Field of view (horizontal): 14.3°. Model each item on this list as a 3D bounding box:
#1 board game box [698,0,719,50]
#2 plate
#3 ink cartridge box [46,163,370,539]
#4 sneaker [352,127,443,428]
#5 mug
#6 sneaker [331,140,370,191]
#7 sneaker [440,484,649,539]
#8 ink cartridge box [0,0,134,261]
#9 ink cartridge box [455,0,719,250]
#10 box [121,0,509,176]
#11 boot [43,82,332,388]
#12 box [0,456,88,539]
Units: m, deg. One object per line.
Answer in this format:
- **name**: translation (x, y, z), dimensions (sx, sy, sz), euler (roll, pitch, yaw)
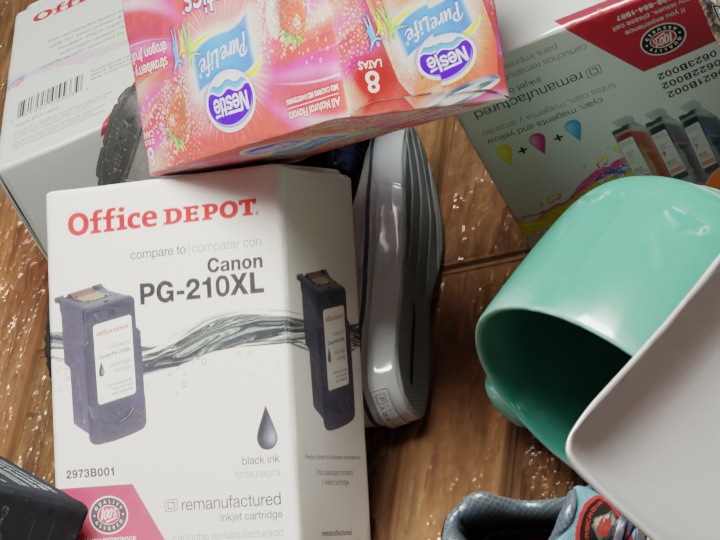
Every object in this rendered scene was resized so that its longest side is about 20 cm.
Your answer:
- **board game box**: translation (0.274, -0.076, 1.357), dimensions (0.159, 0.200, 0.097), euler (21, 61, 42)
- **plate**: translation (0.209, 0.082, 1.273), dimensions (0.200, 0.200, 0.032), euler (-48, 4, -25)
- **ink cartridge box**: translation (-0.078, 0.052, 1.463), dimensions (0.144, 0.084, 0.201), euler (-6, 84, 27)
- **sneaker**: translation (0.000, 0.000, 1.551), dimensions (0.070, 0.073, 0.201), euler (-10, 45, 19)
- **mug**: translation (0.136, 0.024, 1.378), dimensions (0.184, 0.152, 0.115), euler (23, 62, 36)
- **sneaker**: translation (-0.022, -0.089, 1.580), dimensions (0.075, 0.200, 0.079), euler (9, 69, 14)
- **sneaker**: translation (0.120, 0.144, 1.314), dimensions (0.199, 0.096, 0.080), euler (0, 50, 32)
- **ink cartridge box**: translation (-0.129, -0.104, 1.702), dimensions (0.145, 0.083, 0.200), euler (-22, 30, 11)
- **ink cartridge box**: translation (0.130, -0.104, 1.478), dimensions (0.145, 0.200, 0.145), euler (-21, 44, 12)
- **box**: translation (-0.026, -0.110, 1.384), dimensions (0.094, 0.103, 0.200), euler (-9, -1, -32)
- **boot**: translation (-0.093, 0.005, 1.551), dimensions (0.131, 0.070, 0.201), euler (23, 108, 33)
- **box**: translation (-0.267, 0.171, 1.399), dimensions (0.117, 0.199, 0.198), euler (22, 93, 44)
